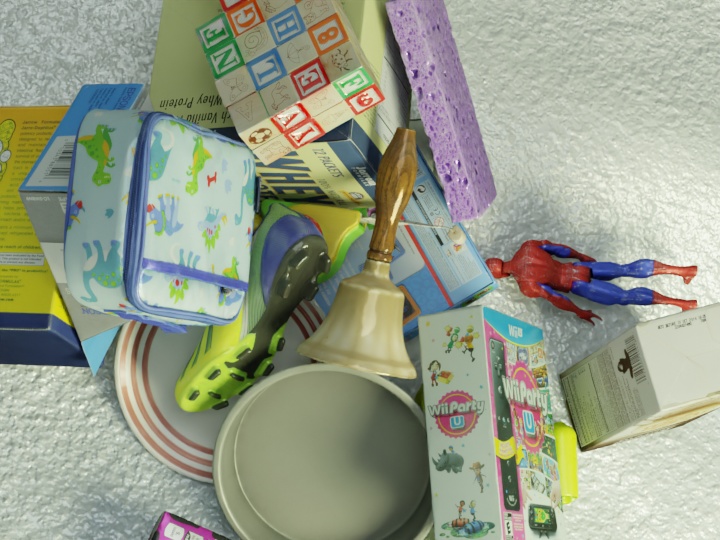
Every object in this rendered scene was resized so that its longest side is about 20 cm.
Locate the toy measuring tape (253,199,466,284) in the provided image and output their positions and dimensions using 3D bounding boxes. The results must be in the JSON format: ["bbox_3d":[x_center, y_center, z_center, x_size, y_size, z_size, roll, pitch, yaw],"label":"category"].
[{"bbox_3d":[-0.011,-0.017,1.562,0.199,0.074,0.074,8,71,13],"label":"toy measuring tape"}]

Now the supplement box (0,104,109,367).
[{"bbox_3d":[-0.272,-0.029,1.544,0.109,0.109,0.201,1,70,19],"label":"supplement box"}]

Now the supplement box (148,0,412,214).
[{"bbox_3d":[-0.066,-0.168,1.590,0.199,0.134,0.201,-3,67,21],"label":"supplement box"}]

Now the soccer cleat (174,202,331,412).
[{"bbox_3d":[-0.099,0.033,1.533,0.065,0.200,0.084,13,29,-48],"label":"soccer cleat"}]

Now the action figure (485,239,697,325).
[{"bbox_3d":[0.213,0.010,1.696,0.199,0.052,0.066,9,66,-5],"label":"action figure"}]

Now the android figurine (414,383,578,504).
[{"bbox_3d":[0.110,0.165,1.629,0.181,0.041,0.201,1,74,-12],"label":"android figurine"}]

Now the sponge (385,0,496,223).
[{"bbox_3d":[0.074,-0.147,1.583,0.030,0.112,0.201,-14,101,16],"label":"sponge"}]

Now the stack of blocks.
[{"bbox_3d":[-0.073,-0.202,1.495,0.115,0.059,0.201,-28,61,9],"label":"stack of blocks"}]

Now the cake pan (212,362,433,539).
[{"bbox_3d":[-0.026,0.167,1.546,0.199,0.037,0.201,2,109,4],"label":"cake pan"}]

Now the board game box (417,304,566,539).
[{"bbox_3d":[0.113,0.141,1.538,0.064,0.147,0.201,-12,76,24],"label":"board game box"}]

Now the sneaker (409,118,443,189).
[{"bbox_3d":[0.041,-0.042,1.668,0.088,0.074,0.201,4,75,8],"label":"sneaker"}]

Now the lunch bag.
[{"bbox_3d":[-0.152,-0.035,1.416,0.082,0.200,0.162,4,84,22],"label":"lunch bag"}]

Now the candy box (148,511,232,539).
[{"bbox_3d":[-0.105,0.307,1.527,0.199,0.061,0.137,24,70,-6],"label":"candy box"}]

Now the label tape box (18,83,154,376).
[{"bbox_3d":[-0.199,-0.032,1.492,0.063,0.201,0.145,1,42,20],"label":"label tape box"}]

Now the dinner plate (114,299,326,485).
[{"bbox_3d":[-0.114,0.087,1.576,0.199,0.024,0.201,1,98,5],"label":"dinner plate"}]

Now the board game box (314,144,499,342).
[{"bbox_3d":[0.000,0.000,1.610,0.199,0.037,0.152,-30,77,5],"label":"board game box"}]

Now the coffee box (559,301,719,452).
[{"bbox_3d":[0.267,0.094,1.601,0.114,0.200,0.080,-13,78,-16],"label":"coffee box"}]

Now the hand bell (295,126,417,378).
[{"bbox_3d":[0.016,-0.020,1.503,0.104,0.104,0.201,11,92,-9],"label":"hand bell"}]
